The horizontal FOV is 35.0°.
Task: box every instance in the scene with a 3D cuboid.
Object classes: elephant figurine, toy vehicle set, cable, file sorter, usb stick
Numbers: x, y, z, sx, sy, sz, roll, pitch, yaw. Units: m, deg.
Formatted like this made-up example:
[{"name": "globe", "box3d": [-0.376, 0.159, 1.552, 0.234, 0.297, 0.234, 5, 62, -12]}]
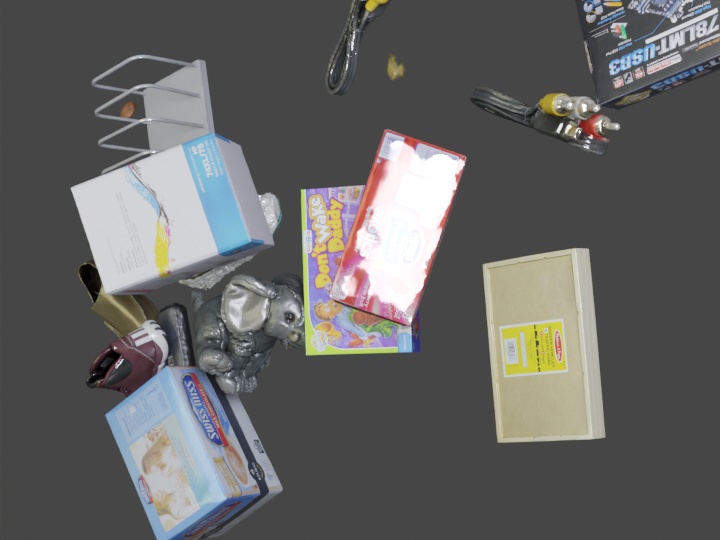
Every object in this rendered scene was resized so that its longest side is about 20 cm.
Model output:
[{"name": "elephant figurine", "box3d": [-0.117, 0.059, 1.484, 0.200, 0.155, 0.142, -40, 19, 23]}, {"name": "toy vehicle set", "box3d": [0.197, 0.084, 1.239, 0.124, 0.026, 0.202, -9, 83, 42]}, {"name": "cable", "box3d": [0.200, -0.171, 1.227, 0.051, 0.097, 0.200, -64, 31, 7]}, {"name": "file sorter", "box3d": [-0.299, -0.194, 1.644, 0.138, 0.124, 0.202, -17, 77, 40]}, {"name": "usb stick", "box3d": [-0.260, 0.148, 1.658, 0.055, 0.032, 0.202, -21, 75, 40]}, {"name": "cable", "box3d": [-0.008, -0.320, 1.417, 0.201, 0.050, 0.097, -56, 49, 26]}]

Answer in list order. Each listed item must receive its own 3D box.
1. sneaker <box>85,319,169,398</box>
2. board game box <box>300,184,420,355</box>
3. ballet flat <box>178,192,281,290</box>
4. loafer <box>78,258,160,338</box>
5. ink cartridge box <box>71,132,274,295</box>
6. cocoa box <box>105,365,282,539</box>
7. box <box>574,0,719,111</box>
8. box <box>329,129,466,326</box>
[{"name": "sneaker", "box3d": [-0.348, 0.165, 1.656, 0.076, 0.115, 0.201, 39, 132, 34]}, {"name": "board game box", "box3d": [0.000, 0.000, 1.377, 0.133, 0.045, 0.202, -3, 86, 16]}, {"name": "ballet flat", "box3d": [-0.187, -0.034, 1.575, 0.200, 0.071, 0.072, -42, 62, 33]}, {"name": "loafer", "box3d": [-0.371, 0.054, 1.741, 0.200, 0.067, 0.076, 46, 118, 34]}, {"name": "ink cartridge box", "box3d": [-0.238, -0.068, 1.470, 0.198, 0.147, 0.147, -20, 87, 7]}, {"name": "cocoa box", "box3d": [-0.225, 0.244, 1.531, 0.133, 0.131, 0.201, -37, 69, 22]}, {"name": "box", "box3d": [0.308, -0.287, 1.133, 0.199, 0.049, 0.200, -21, 76, 41]}, {"name": "box", "box3d": [0.044, -0.045, 1.292, 0.099, 0.095, 0.202, 18, 89, 5]}]
